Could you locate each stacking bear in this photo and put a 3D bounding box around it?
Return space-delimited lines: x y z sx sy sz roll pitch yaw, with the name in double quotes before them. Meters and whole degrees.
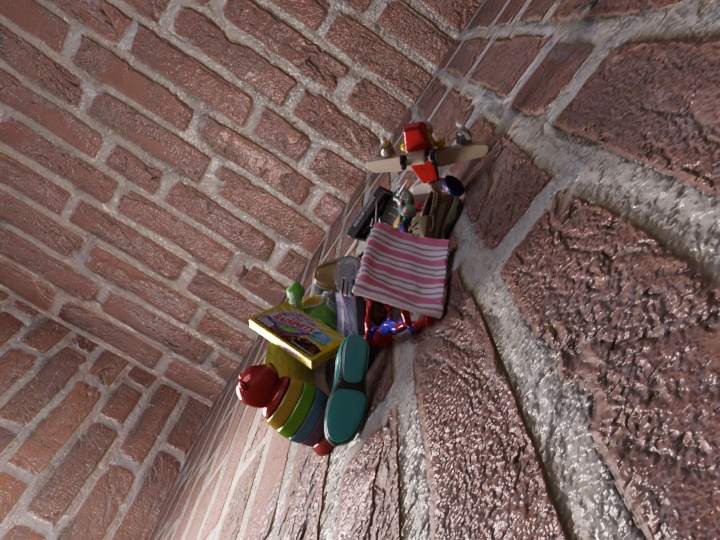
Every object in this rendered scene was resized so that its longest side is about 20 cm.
"stacking bear" -0.128 0.237 1.049 0.114 0.200 0.121 -57 10 3

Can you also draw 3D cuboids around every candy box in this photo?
"candy box" -0.125 0.126 1.175 0.102 0.200 0.027 -23 -54 -40

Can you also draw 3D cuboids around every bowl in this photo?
"bowl" -0.109 0.222 1.204 0.107 0.201 0.200 -8 31 16

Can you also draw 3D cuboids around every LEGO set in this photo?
"LEGO set" 0.002 0.030 1.278 0.154 0.116 0.200 -58 10 -1

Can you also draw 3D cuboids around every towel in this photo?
"towel" 0.073 -0.007 0.966 0.200 0.146 0.030 -72 -4 -53

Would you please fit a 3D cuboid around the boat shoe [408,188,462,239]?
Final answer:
"boat shoe" 0.125 -0.073 1.120 0.200 0.074 0.076 -63 11 -28

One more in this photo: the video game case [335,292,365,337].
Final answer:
"video game case" -0.021 0.117 1.181 0.200 0.019 0.144 -178 84 -77

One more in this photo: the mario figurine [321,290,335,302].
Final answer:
"mario figurine" -0.073 0.079 1.528 0.123 0.106 0.200 -27 34 51

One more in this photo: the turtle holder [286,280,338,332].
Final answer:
"turtle holder" -0.112 0.120 1.341 0.141 0.185 0.132 -49 23 35

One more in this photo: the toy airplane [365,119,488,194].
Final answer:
"toy airplane" 0.137 -0.245 1.223 0.199 0.199 0.142 147 126 -59

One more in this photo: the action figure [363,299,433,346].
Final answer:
"action figure" 0.050 0.075 1.009 0.200 0.065 0.099 138 129 -59

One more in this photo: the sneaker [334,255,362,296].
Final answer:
"sneaker" 0.033 0.021 1.074 0.200 0.087 0.074 11 90 44

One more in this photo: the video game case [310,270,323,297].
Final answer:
"video game case" -0.107 0.090 1.567 0.200 0.025 0.182 -13 -70 -84

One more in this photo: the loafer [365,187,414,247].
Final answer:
"loafer" 0.085 -0.119 1.515 0.070 0.075 0.200 -1 -53 -58

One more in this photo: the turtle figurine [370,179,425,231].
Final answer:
"turtle figurine" 0.080 -0.102 1.360 0.150 0.100 0.200 -46 -18 -45

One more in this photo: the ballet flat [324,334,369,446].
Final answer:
"ballet flat" -0.019 0.209 0.995 0.070 0.067 0.201 99 -179 -57

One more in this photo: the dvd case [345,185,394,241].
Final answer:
"dvd case" 0.051 -0.141 1.547 0.151 0.025 0.200 -56 -21 13

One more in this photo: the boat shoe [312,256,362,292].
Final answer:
"boat shoe" 0.000 0.000 1.160 0.076 0.199 0.072 63 -158 -77

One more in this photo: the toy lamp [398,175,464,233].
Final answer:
"toy lamp" 0.141 -0.120 1.244 0.200 0.058 0.058 -47 15 41
